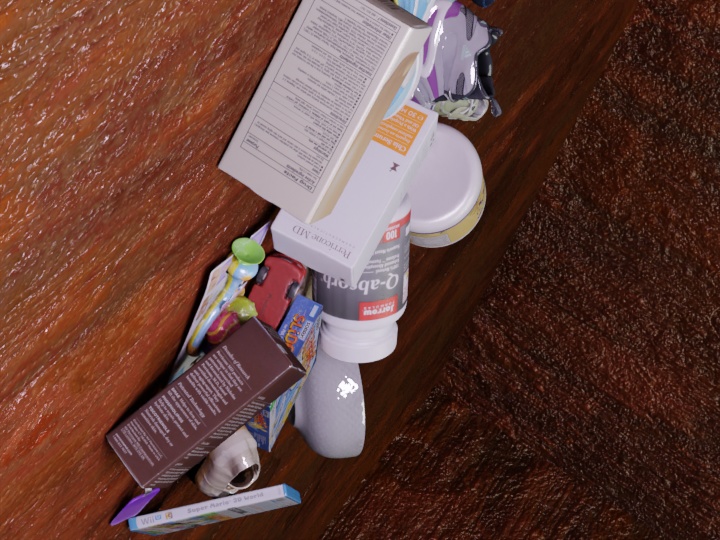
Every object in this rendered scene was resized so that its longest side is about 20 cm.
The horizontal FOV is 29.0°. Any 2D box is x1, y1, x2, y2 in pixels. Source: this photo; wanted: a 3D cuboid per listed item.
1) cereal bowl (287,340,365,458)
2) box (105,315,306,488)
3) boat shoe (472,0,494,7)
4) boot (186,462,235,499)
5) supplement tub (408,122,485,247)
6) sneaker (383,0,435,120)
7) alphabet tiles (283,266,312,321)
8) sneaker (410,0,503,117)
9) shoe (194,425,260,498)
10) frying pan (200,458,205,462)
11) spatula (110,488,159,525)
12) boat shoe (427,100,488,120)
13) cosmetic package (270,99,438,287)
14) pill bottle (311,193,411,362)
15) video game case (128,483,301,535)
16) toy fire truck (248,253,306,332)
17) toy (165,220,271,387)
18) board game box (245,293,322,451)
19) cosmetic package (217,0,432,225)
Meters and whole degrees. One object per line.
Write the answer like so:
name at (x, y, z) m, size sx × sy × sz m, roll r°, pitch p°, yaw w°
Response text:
cereal bowl at (-0.058, 0.156, 1.856) m, size 0.083 × 0.201 × 0.200 m, roll -9°, pitch 153°, yaw -14°
box at (-0.158, 0.139, 1.452) m, size 0.200 × 0.075 × 0.100 m, roll -37°, pitch 169°, yaw 0°
boat shoe at (0.174, -0.376, 1.639) m, size 0.084 × 0.069 × 0.200 m, roll -52°, pitch 169°, yaw -26°
boot at (-0.161, 0.215, 1.828) m, size 0.163 × 0.073 × 0.198 m, roll -51°, pitch 163°, yaw -18°
supplement tub at (0.093, -0.109, 1.851) m, size 0.146 × 0.145 × 0.200 m, roll -57°, pitch 170°, yaw -2°
sneaker at (0.010, -0.213, 1.331) m, size 0.131 × 0.079 × 0.201 m, roll -49°, pitch 158°, yaw -48°
alphabet tiles at (-0.055, -0.009, 1.759) m, size 0.200 × 0.015 × 0.196 m, roll 87°, pitch 27°, yaw -73°
sneaker at (0.094, -0.202, 1.577) m, size 0.078 × 0.140 × 0.200 m, roll -43°, pitch 162°, yaw -55°
shoe at (-0.156, 0.242, 1.673) m, size 0.070 × 0.053 × 0.200 m, roll -34°, pitch 165°, yaw -21°
frying pan at (-0.177, 0.206, 1.687) m, size 0.115 × 0.031 × 0.190 m, roll -45°, pitch 148°, yaw -6°
spatula at (-0.241, 0.224, 1.613) m, size 0.056 × 0.021 × 0.200 m, roll -18°, pitch 140°, yaw -54°
boat shoe at (0.131, -0.237, 1.875) m, size 0.072 × 0.062 × 0.200 m, roll -60°, pitch 169°, yaw 15°
cosmetic package at (-0.005, -0.096, 1.489) m, size 0.200 × 0.101 × 0.071 m, roll -62°, pitch 171°, yaw -16°
pill bottle at (0.000, 0.000, 1.648) m, size 0.116 × 0.115 × 0.201 m, roll -44°, pitch 141°, yaw -52°
video game case at (-0.182, 0.305, 1.771) m, size 0.199 × 0.018 × 0.143 m, roll -13°, pitch 166°, yaw 2°
toy fire truck at (-0.116, 0.069, 1.640) m, size 0.141 × 0.049 × 0.201 m, roll -49°, pitch 164°, yaw -80°
toy at (-0.141, 0.049, 1.485) m, size 0.115 × 0.047 × 0.200 m, roll -46°, pitch 164°, yaw -47°
board game box at (-0.092, 0.125, 1.641) m, size 0.200 × 0.034 × 0.136 m, roll 100°, pitch 16°, yaw -69°
cosmetic package at (-0.032, -0.153, 1.233) m, size 0.200 × 0.105 × 0.071 m, roll -59°, pitch 170°, yaw 18°
